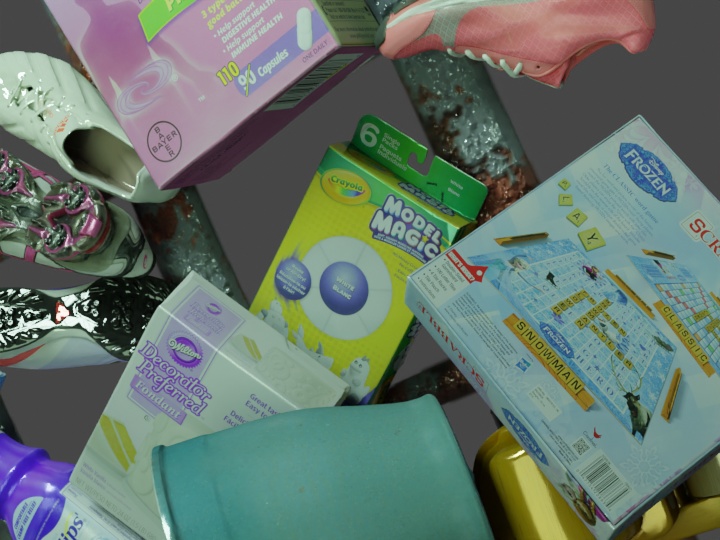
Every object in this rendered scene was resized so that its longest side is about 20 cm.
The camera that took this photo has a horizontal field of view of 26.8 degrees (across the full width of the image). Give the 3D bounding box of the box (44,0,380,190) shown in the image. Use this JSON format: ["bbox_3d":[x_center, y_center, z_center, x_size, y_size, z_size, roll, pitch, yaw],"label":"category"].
[{"bbox_3d":[-0.111,-0.192,1.074,0.175,0.096,0.201,-34,84,24],"label":"box"}]

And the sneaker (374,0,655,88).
[{"bbox_3d":[0.102,-0.158,1.004,0.198,0.074,0.088,-13,95,24],"label":"sneaker"}]

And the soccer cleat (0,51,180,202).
[{"bbox_3d":[-0.220,-0.111,1.143,0.198,0.077,0.070,29,108,16],"label":"soccer cleat"}]

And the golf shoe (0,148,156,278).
[{"bbox_3d":[-0.241,-0.034,1.164,0.199,0.092,0.073,22,80,40],"label":"golf shoe"}]

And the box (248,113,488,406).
[{"bbox_3d":[0.000,0.000,1.086,0.117,0.048,0.202,32,107,14],"label":"box"}]

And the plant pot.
[{"bbox_3d":[-0.012,0.176,0.968,0.186,0.200,0.203,-20,91,-3],"label":"plant pot"}]

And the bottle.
[{"bbox_3d":[-0.235,0.198,1.204,0.199,0.065,0.084,36,111,14],"label":"bottle"}]

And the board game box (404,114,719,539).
[{"bbox_3d":[0.163,0.031,0.945,0.198,0.041,0.201,-33,70,-16],"label":"board game box"}]

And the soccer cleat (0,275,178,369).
[{"bbox_3d":[-0.210,0.045,1.179,0.197,0.073,0.069,-3,72,6],"label":"soccer cleat"}]

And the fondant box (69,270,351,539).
[{"bbox_3d":[-0.114,0.121,1.109,0.144,0.058,0.201,35,125,4],"label":"fondant box"}]

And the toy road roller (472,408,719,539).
[{"bbox_3d":[0.167,0.128,0.982,0.198,0.146,0.124,-23,90,24],"label":"toy road roller"}]

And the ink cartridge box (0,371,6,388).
[{"bbox_3d":[-0.377,0.163,1.231,0.067,0.115,0.202,31,109,15],"label":"ink cartridge box"}]
